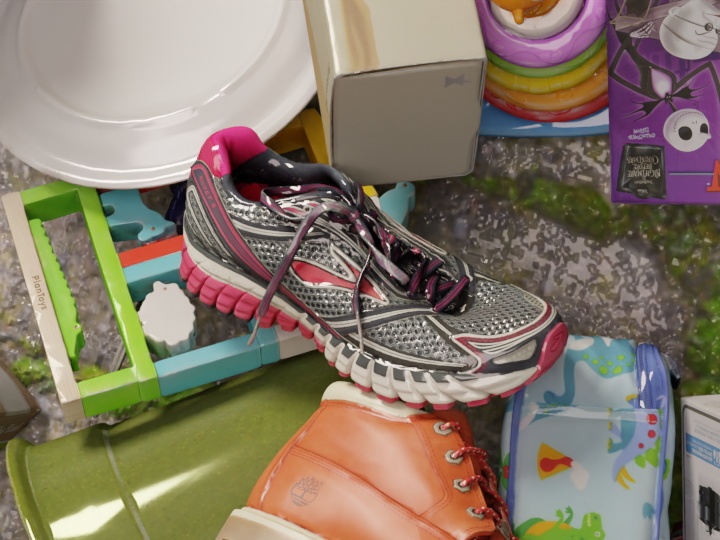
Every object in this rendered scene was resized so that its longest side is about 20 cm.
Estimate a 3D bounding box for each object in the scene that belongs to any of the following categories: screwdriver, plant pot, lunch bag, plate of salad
[{"bbox_3d":[-0.101,-0.007,0.991,0.028,0.029,0.201,14,62,7],"label":"screwdriver"},{"bbox_3d":[-0.046,0.125,0.959,0.189,0.200,0.201,-30,83,-3],"label":"plant pot"},{"bbox_3d":[0.104,0.136,0.915,0.082,0.161,0.202,4,72,6],"label":"lunch bag"},{"bbox_3d":[-0.102,-0.120,1.002,0.198,0.048,0.201,-6,57,10],"label":"plate of salad"}]

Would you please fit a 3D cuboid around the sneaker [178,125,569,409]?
[{"bbox_3d":[0.000,0.000,0.867,0.199,0.081,0.075,21,125,23],"label":"sneaker"}]

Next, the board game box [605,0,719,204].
[{"bbox_3d":[0.209,-0.089,0.853,0.198,0.032,0.121,0,111,15],"label":"board game box"}]

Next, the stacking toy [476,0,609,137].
[{"bbox_3d":[0.084,-0.130,0.913,0.109,0.200,0.117,-1,88,11],"label":"stacking toy"}]

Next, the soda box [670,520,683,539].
[{"bbox_3d":[0.254,0.129,0.940,0.199,0.070,0.064,-19,86,11],"label":"soda box"}]

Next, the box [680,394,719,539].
[{"bbox_3d":[0.206,0.156,0.864,0.116,0.060,0.202,-4,95,-12],"label":"box"}]

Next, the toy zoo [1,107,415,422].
[{"bbox_3d":[-0.067,-0.010,0.959,0.199,0.021,0.132,-17,57,-10],"label":"toy zoo"}]

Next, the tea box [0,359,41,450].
[{"bbox_3d":[-0.319,0.069,1.029,0.197,0.134,0.200,-43,82,9],"label":"tea box"}]

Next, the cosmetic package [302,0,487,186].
[{"bbox_3d":[0.006,-0.151,0.916,0.070,0.105,0.201,-7,62,-5],"label":"cosmetic package"}]

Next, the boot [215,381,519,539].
[{"bbox_3d":[0.040,0.111,0.820,0.199,0.075,0.108,19,65,32],"label":"boot"}]
